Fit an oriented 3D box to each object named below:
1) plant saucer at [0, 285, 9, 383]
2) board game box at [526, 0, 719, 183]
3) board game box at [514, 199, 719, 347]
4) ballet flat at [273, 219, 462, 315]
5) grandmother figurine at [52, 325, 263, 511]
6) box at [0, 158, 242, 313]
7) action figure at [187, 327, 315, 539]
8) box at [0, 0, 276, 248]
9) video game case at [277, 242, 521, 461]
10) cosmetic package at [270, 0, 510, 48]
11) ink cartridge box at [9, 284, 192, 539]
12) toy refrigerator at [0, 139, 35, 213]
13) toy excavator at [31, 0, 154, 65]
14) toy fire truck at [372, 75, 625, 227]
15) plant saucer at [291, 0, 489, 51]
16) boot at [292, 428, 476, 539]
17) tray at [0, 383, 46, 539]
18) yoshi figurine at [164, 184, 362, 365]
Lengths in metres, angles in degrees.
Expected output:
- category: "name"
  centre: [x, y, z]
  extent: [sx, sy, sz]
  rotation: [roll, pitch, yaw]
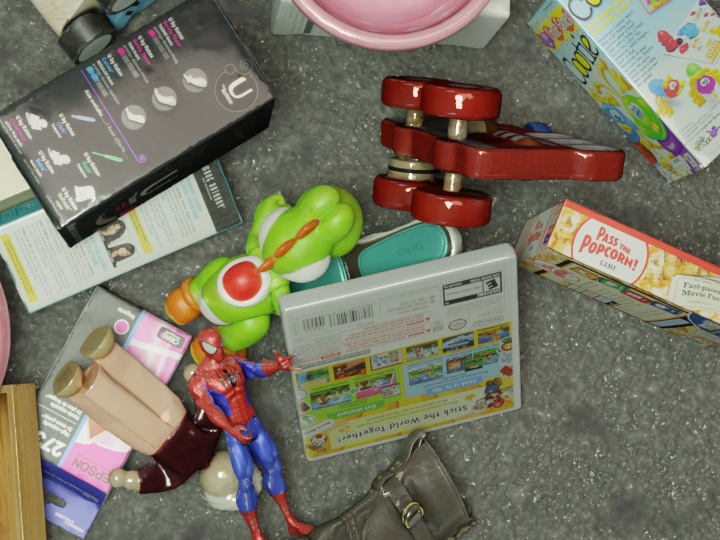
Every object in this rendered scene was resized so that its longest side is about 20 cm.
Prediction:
- category: "plant saucer"
  centre: [-0.382, 0.047, 1.221]
  extent: [0.200, 0.051, 0.201]
  rotation: [3, 97, 22]
- category: "board game box"
  centre: [0.260, -0.191, 1.338]
  extent: [0.105, 0.103, 0.200]
  rotation: [-41, 91, -8]
- category: "board game box"
  centre: [0.241, 0.007, 1.295]
  extent: [0.199, 0.151, 0.046]
  rotation: [23, 83, -4]
- category: "ballet flat"
  centre: [0.000, 0.000, 1.305]
  extent: [0.199, 0.069, 0.070]
  rotation: [-15, 86, 21]
- category: "grandmother figurine"
  centre: [-0.164, 0.138, 1.259]
  extent: [0.200, 0.061, 0.121]
  rotation: [40, 95, -23]
- category: "box"
  centre: [-0.210, -0.044, 1.288]
  extent: [0.199, 0.049, 0.083]
  rotation: [-23, 111, -8]
- category: "action figure"
  centre: [-0.080, 0.139, 1.228]
  extent: [0.065, 0.099, 0.201]
  rotation: [-29, 103, -33]
- category: "box"
  centre: [-0.178, -0.118, 1.198]
  extent: [0.200, 0.122, 0.106]
  rotation: [-33, 89, -8]
- category: "video game case"
  centre: [0.038, 0.072, 1.274]
  extent: [0.199, 0.023, 0.182]
  rotation: [-13, 131, -8]
- category: "cosmetic package"
  centre: [0.028, -0.311, 1.314]
  extent: [0.199, 0.123, 0.200]
  rotation: [3, 85, -7]
- category: "ink cartridge box"
  centre: [-0.232, 0.122, 1.293]
  extent: [0.094, 0.037, 0.201]
  rotation: [28, 85, -3]
- category: "toy refrigerator"
  centre: [-0.276, -0.103, 1.285]
  extent: [0.199, 0.076, 0.070]
  rotation: [-24, 88, -7]
- category: "toy excavator"
  centre: [-0.181, -0.291, 1.302]
  extent: [0.100, 0.194, 0.200]
  rotation: [50, 38, 4]
- category: "toy fire truck"
  centre: [0.108, -0.102, 1.273]
  extent: [0.167, 0.200, 0.113]
  rotation: [1, 101, -22]
- category: "plant saucer"
  centre: [0.022, -0.276, 1.224]
  extent: [0.200, 0.051, 0.201]
  rotation: [0, 87, -6]
- category: "boot"
  centre: [0.033, 0.259, 1.287]
  extent: [0.174, 0.069, 0.201]
  rotation: [-33, 117, -26]
- category: "tray"
  centre: [-0.313, 0.199, 1.254]
  extent: [0.098, 0.037, 0.201]
  rotation: [-7, 84, 24]
- category: "yoshi figurine"
  centre: [-0.066, -0.004, 1.263]
  extent: [0.112, 0.112, 0.200]
  rotation: [32, 126, -28]
